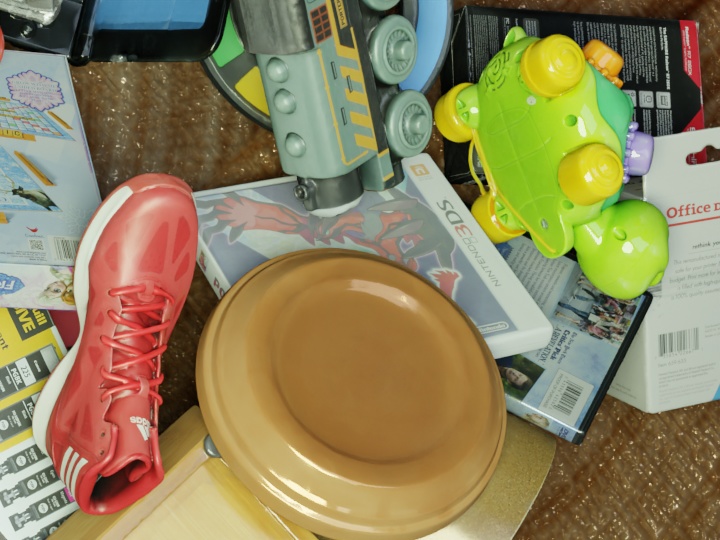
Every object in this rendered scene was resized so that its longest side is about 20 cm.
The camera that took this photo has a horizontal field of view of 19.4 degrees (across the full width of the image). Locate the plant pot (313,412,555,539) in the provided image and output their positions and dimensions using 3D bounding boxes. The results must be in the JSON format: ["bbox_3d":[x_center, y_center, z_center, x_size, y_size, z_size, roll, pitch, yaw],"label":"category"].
[{"bbox_3d":[-0.006,0.128,1.377,0.200,0.186,0.187,36,70,-4],"label":"plant pot"}]

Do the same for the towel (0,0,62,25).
[{"bbox_3d":[-0.252,-0.258,1.326,0.200,0.086,0.166,20,73,4],"label":"towel"}]

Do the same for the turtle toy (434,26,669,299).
[{"bbox_3d":[0.143,-0.073,1.425,0.101,0.146,0.200,-19,88,-33],"label":"turtle toy"}]

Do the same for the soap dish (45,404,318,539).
[{"bbox_3d":[-0.085,0.201,1.265,0.157,0.081,0.200,-42,91,-23],"label":"soap dish"}]

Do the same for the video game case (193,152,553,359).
[{"bbox_3d":[0.000,0.000,1.388,0.200,0.023,0.182,-12,49,-27],"label":"video game case"}]

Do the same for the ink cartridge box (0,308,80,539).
[{"bbox_3d":[-0.223,0.090,1.321,0.175,0.084,0.200,-27,95,-26],"label":"ink cartridge box"}]

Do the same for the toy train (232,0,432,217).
[{"bbox_3d":[-0.020,-0.134,1.376,0.114,0.085,0.200,-35,123,-41],"label":"toy train"}]

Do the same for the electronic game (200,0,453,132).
[{"bbox_3d":[-0.027,-0.187,1.464,0.200,0.042,0.200,2,85,-21],"label":"electronic game"}]

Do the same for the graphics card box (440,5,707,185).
[{"bbox_3d":[0.156,-0.124,1.540,0.200,0.051,0.126,0,84,-26],"label":"graphics card box"}]

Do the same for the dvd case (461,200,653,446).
[{"bbox_3d":[0.087,0.023,1.438,0.200,0.018,0.143,26,49,8],"label":"dvd case"}]

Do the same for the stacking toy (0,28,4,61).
[{"bbox_3d":[-0.315,-0.163,1.286,0.200,0.085,0.086,22,75,-14],"label":"stacking toy"}]

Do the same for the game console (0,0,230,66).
[{"bbox_3d":[-0.171,-0.244,1.368,0.176,0.116,0.200,17,76,-22],"label":"game console"}]

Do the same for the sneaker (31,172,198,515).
[{"bbox_3d":[-0.125,0.052,1.216,0.078,0.116,0.200,4,117,-28],"label":"sneaker"}]

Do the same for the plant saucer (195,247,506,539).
[{"bbox_3d":[0.000,0.068,1.280,0.200,0.037,0.200,11,55,-16],"label":"plant saucer"}]

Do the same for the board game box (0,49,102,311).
[{"bbox_3d":[-0.263,-0.063,1.285,0.200,0.041,0.200,4,44,-24],"label":"board game box"}]

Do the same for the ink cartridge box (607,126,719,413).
[{"bbox_3d":[0.236,-0.009,1.520,0.116,0.067,0.200,-9,105,-23],"label":"ink cartridge box"}]
